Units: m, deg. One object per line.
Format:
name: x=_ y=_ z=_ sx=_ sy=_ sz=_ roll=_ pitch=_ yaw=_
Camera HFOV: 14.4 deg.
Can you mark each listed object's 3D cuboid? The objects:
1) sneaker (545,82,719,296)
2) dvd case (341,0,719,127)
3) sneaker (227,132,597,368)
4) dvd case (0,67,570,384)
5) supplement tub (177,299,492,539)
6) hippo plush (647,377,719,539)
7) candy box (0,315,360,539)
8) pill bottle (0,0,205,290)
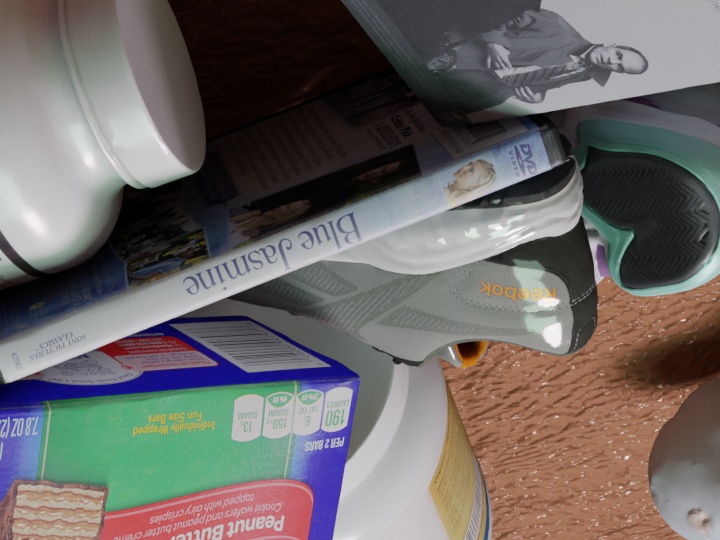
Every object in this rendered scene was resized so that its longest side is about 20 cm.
sneaker: x=0.086 y=-0.038 z=1.081 sx=0.199 sy=0.078 sz=0.140 roll=6 pitch=-158 yaw=36
dvd case: x=0.064 y=-0.111 z=0.847 sx=0.199 sy=0.025 sz=0.150 roll=-8 pitch=134 yaw=41
sneaker: x=0.000 y=0.000 z=1.024 sx=0.200 sy=0.080 sz=0.074 roll=0 pitch=-152 yaw=42
dvd case: x=-0.038 y=-0.024 z=0.979 sx=0.199 sy=0.143 sz=0.018 roll=-22 pitch=108 yaw=-3
supplement tub: x=-0.028 y=0.079 z=1.179 sx=0.144 sy=0.145 sz=0.200 roll=-13 pitch=152 yaw=5
hippo plush: x=0.225 y=0.110 z=1.312 sx=0.200 sy=0.160 sz=0.161 roll=-26 pitch=150 yaw=28
candy box: x=-0.100 y=0.124 z=0.997 sx=0.169 sy=0.077 sz=0.201 roll=-3 pitch=111 yaw=-39
pill bottle: x=-0.157 y=-0.040 z=0.944 sx=0.199 sy=0.113 sz=0.112 roll=-18 pitch=152 yaw=12
